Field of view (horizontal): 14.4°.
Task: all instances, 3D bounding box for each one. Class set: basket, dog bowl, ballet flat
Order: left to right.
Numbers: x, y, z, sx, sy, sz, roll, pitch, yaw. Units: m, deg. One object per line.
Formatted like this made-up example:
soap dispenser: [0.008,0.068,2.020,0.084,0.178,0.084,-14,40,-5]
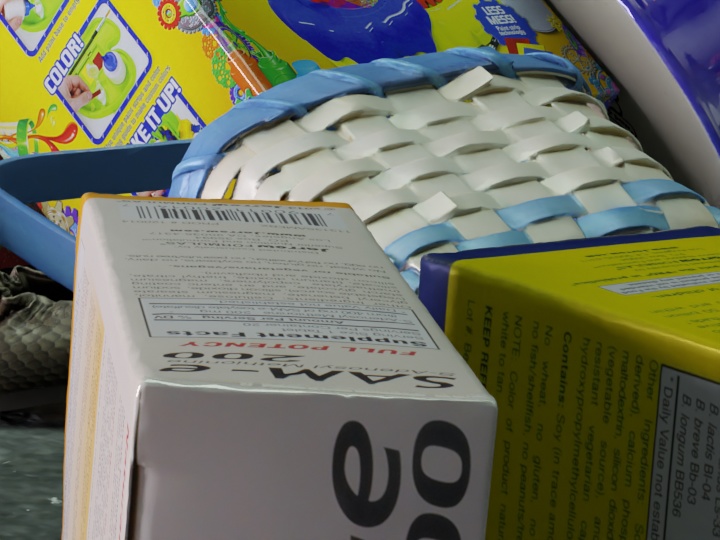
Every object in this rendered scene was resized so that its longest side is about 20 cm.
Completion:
ballet flat: [-0.051,0.009,0.984,0.200,0.046,0.067,-9,13,-1]
basket: [0.000,0.000,0.870,0.176,0.139,0.200,-11,32,-32]
dog bowl: [0.133,-0.087,1.190,0.079,0.200,0.200,-34,22,-11]

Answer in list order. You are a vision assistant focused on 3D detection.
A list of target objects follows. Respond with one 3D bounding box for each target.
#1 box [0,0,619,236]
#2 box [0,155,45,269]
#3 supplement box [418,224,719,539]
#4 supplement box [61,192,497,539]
box: [-0.042,-0.089,1.142,0.200,0.122,0.193,-11,55,-49]
box: [-0.138,-0.062,1.255,0.095,0.100,0.200,14,16,41]
supplement box: [0.113,0.063,0.710,0.109,0.109,0.200,-6,15,-36]
supplement box: [-0.026,0.061,0.642,0.073,0.126,0.200,3,13,-9]
